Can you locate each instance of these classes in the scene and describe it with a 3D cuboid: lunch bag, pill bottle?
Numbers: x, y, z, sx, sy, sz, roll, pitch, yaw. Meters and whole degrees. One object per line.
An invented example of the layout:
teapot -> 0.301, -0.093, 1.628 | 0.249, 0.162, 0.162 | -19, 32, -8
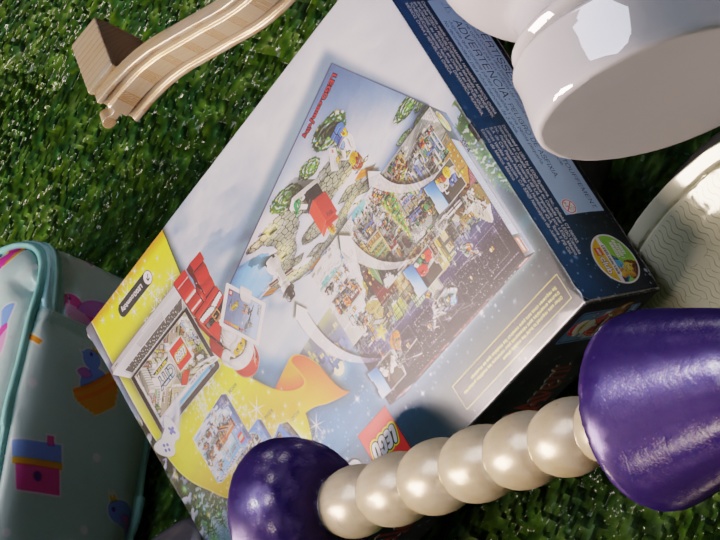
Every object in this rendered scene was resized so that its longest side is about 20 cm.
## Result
lunch bag -> -0.161, 0.097, 1.146 | 0.160, 0.077, 0.200 | -20, 51, 45
pill bottle -> 0.060, -0.139, 0.844 | 0.109, 0.109, 0.200 | -33, 65, 36

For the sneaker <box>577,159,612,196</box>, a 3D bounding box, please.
sneaker -> 0.000, 0.000, 1.006 | 0.200, 0.073, 0.082 | -15, 56, 49

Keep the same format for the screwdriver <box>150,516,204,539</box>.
screwdriver -> -0.023, 0.085, 1.019 | 0.200, 0.028, 0.029 | -27, 76, 39

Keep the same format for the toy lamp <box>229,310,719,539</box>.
toy lamp -> 0.045, 0.052, 0.830 | 0.200, 0.058, 0.058 | -18, 52, 44

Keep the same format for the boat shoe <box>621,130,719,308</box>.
boat shoe -> 0.158, -0.037, 0.845 | 0.200, 0.072, 0.068 | -40, 2, 40

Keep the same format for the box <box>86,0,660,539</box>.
box -> -0.003, 0.013, 0.944 | 0.200, 0.038, 0.137 | -49, 63, 38

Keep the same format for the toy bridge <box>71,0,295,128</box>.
toy bridge -> -0.035, -0.125, 1.023 | 0.200, 0.027, 0.067 | -50, 38, 22
